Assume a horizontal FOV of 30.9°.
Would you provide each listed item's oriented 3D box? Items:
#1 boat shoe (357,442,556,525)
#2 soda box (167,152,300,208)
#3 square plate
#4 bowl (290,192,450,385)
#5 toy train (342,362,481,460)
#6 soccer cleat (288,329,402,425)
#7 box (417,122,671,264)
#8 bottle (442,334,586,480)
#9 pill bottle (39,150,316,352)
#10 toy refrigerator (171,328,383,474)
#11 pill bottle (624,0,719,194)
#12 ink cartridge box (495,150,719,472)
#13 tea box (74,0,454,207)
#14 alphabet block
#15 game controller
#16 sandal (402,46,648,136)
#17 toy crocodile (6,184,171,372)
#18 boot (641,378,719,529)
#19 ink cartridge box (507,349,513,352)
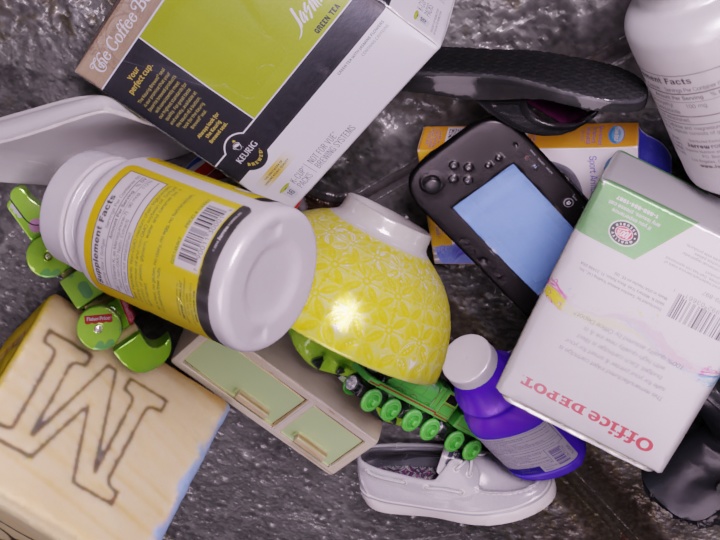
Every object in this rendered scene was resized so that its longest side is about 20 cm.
[{"bbox_3d":[0.091,0.200,1.289,0.199,0.072,0.069,3,131,24],"label":"boat shoe"},{"bbox_3d":[-0.140,-0.057,1.106,0.199,0.070,0.063,-15,125,36],"label":"soda box"},{"bbox_3d":[-0.232,-0.106,1.060,0.197,0.200,0.029,-10,85,23],"label":"square plate"},{"bbox_3d":[0.000,0.000,1.088,0.200,0.200,0.108,26,98,-8],"label":"bowl"},{"bbox_3d":[0.059,0.122,1.192,0.200,0.042,0.056,32,95,-45],"label":"toy train"},{"bbox_3d":[0.004,0.082,1.213,0.068,0.081,0.200,-44,133,8],"label":"soccer cleat"},{"bbox_3d":[0.152,-0.061,1.068,0.199,0.042,0.119,1,129,16],"label":"box"},{"bbox_3d":[0.135,0.123,1.173,0.083,0.066,0.200,-18,141,23],"label":"bottle"},{"bbox_3d":[-0.142,-0.021,0.995,0.199,0.114,0.115,21,137,31],"label":"pill bottle"},{"bbox_3d":[-0.076,0.107,1.246,0.200,0.070,0.076,38,128,-18],"label":"toy refrigerator"},{"bbox_3d":[0.249,-0.162,0.908,0.114,0.115,0.200,-16,123,26],"label":"pill bottle"},{"bbox_3d":[0.211,0.033,0.995,0.145,0.088,0.201,27,117,8],"label":"ink cartridge box"},{"bbox_3d":[-0.066,-0.187,0.956,0.196,0.134,0.200,34,129,-16],"label":"tea box"},{"bbox_3d":[-0.277,0.172,1.236,0.200,0.197,0.195,35,150,-15],"label":"alphabet block"},{"bbox_3d":[0.132,-0.036,1.042,0.104,0.042,0.200,-31,117,33],"label":"game controller"},{"bbox_3d":[0.120,-0.134,0.985,0.200,0.075,0.048,11,123,24],"label":"sandal"},{"bbox_3d":[-0.241,0.007,1.144,0.062,0.068,0.200,-35,97,-4],"label":"toy crocodile"},{"bbox_3d":[0.312,0.157,1.172,0.200,0.077,0.168,26,130,-27],"label":"boot"},{"bbox_3d":[0.234,0.054,1.107,0.199,0.099,0.039,-22,78,31],"label":"ink cartridge box"}]
